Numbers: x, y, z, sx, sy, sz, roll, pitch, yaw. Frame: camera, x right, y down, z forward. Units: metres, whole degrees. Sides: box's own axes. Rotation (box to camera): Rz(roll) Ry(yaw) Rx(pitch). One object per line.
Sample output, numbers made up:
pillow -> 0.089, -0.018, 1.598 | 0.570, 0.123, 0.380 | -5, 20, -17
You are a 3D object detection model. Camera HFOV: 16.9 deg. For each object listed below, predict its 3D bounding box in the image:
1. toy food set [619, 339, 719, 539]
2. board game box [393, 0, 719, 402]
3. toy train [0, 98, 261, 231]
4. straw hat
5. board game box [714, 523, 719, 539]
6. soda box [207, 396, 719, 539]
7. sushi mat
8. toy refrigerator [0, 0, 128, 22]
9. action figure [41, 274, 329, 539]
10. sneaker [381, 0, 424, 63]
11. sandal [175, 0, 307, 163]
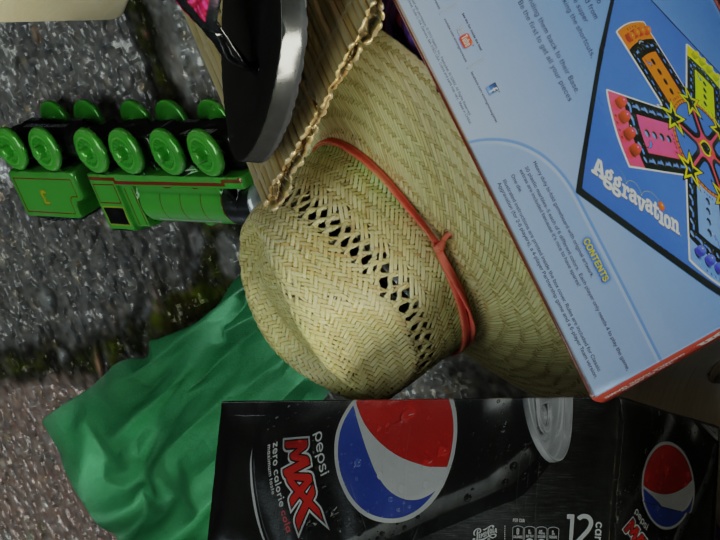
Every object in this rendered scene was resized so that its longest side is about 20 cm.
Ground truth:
toy food set -> 0.185, 0.118, 0.915 | 0.143, 0.060, 0.201 | -3, 115, 52
board game box -> 0.082, -0.067, 0.844 | 0.103, 0.019, 0.201 | -31, 73, 18
toy train -> -0.099, -0.046, 1.088 | 0.200, 0.042, 0.057 | 5, 123, 51
straw hat -> 0.000, 0.000, 0.951 | 0.201, 0.085, 0.201 | 42, 159, 21
board game box -> 0.170, 0.201, 0.926 | 0.200, 0.032, 0.120 | 49, 150, 11
soda box -> 0.035, 0.084, 0.920 | 0.199, 0.071, 0.064 | -4, 76, 41
sushi mat -> -0.042, -0.121, 0.951 | 0.096, 0.012, 0.200 | -57, 37, 29
toy refrigerator -> -0.117, -0.184, 0.986 | 0.200, 0.076, 0.070 | 123, 139, -58
action figure -> -0.062, 0.060, 1.114 | 0.118, 0.055, 0.200 | 52, 128, 11
sneaker -> 0.025, -0.109, 0.932 | 0.199, 0.083, 0.081 | 10, 117, 40
sandal -> -0.049, -0.137, 0.867 | 0.075, 0.045, 0.201 | -136, 43, -60
